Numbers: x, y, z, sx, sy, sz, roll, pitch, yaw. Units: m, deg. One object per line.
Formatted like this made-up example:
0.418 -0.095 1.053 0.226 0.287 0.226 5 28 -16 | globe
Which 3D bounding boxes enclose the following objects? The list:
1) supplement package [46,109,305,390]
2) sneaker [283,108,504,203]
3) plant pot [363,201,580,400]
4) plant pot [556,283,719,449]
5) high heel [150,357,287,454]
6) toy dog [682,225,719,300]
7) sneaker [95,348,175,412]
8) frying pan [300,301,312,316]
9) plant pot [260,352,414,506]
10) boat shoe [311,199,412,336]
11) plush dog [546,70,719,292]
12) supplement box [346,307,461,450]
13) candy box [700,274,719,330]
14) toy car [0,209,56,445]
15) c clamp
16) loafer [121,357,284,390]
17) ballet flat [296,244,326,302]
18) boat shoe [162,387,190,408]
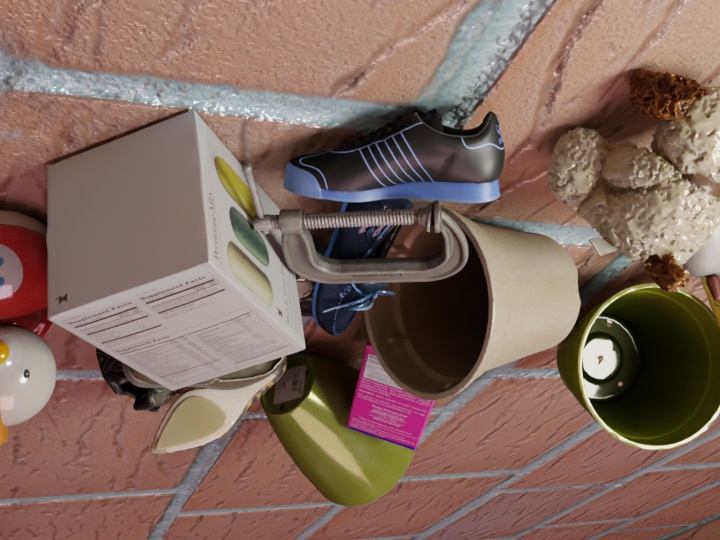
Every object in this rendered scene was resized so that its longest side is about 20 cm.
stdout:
-0.161 -0.008 0.800 0.149 0.153 0.200 -18 151 12 | supplement package
0.029 -0.105 0.786 0.197 0.079 0.070 1 -163 2 | sneaker
0.132 0.028 0.960 0.182 0.203 0.200 -3 154 -39 | plant pot
0.351 0.122 1.174 0.197 0.203 0.193 -7 178 -6 | plant pot
-0.176 0.166 1.129 0.199 0.072 0.143 -38 178 -4 | high heel
0.388 -0.039 0.980 0.131 0.097 0.200 -24 144 22 | toy dog
-0.211 0.112 1.051 0.197 0.116 0.076 -1 152 -25 | sneaker
-0.067 0.038 1.038 0.187 0.031 0.115 -12 163 6 | frying pan
-0.046 0.202 1.237 0.185 0.189 0.200 -22 136 22 | plant pot
0.000 0.000 0.892 0.068 0.084 0.201 30 137 15 | boat shoe
0.298 -0.091 0.811 0.198 0.161 0.173 18 120 -19 | plush dog
0.053 0.123 1.102 0.102 0.102 0.201 18 141 3 | supplement box
0.510 -0.011 1.050 0.199 0.138 0.061 -27 147 27 | candy box
-0.335 0.066 0.826 0.182 0.202 0.177 -2 151 -16 | toy car
0.001 -0.031 0.787 0.197 0.027 0.172 1 147 1 | c clamp
-0.164 0.097 0.995 0.198 0.076 0.069 -5 169 -36 | loafer
-0.125 0.020 0.950 0.197 0.075 0.074 -17 152 3 | ballet flat
-0.225 0.138 1.145 0.069 0.075 0.199 -26 157 21 | boat shoe
